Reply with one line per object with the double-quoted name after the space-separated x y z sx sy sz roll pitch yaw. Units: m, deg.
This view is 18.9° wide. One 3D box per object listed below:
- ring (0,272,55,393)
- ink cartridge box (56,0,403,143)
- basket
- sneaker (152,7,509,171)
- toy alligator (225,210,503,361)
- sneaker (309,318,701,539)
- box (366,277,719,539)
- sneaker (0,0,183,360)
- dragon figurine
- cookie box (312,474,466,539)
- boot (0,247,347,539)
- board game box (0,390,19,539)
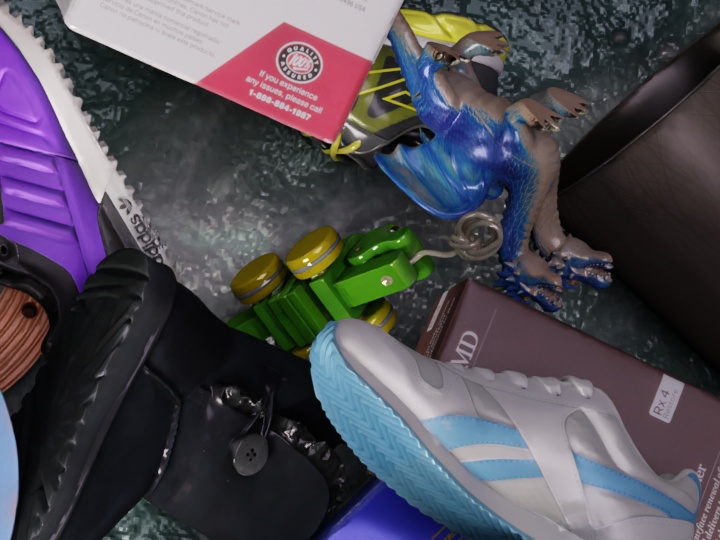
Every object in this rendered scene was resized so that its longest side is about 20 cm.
-0.242 -0.018 1.105 0.199 0.019 0.202 2 82 -12 "ring"
-0.040 -0.184 1.029 0.147 0.086 0.201 24 99 -18 "ink cartridge box"
0.218 -0.016 1.157 0.180 0.136 0.200 -43 98 -25 "basket"
-0.016 -0.098 1.139 0.198 0.074 0.085 4 82 -13 "sneaker"
0.000 0.000 1.098 0.059 0.199 0.054 53 37 -18 "toy alligator"
0.065 0.078 0.992 0.199 0.076 0.081 36 70 -10 "sneaker"
0.115 0.092 1.068 0.199 0.075 0.101 24 78 -5 "box"
-0.175 -0.043 1.078 0.099 0.070 0.201 -32 90 -13 "sneaker"
0.049 -0.064 1.084 0.199 0.100 0.059 37 32 15 "dragon figurine"
0.098 0.158 1.130 0.171 0.075 0.200 -41 92 -14 "cookie box"
-0.094 0.111 1.047 0.168 0.076 0.201 37 74 -35 "boot"
-0.248 0.110 1.005 0.198 0.039 0.159 -2 74 10 "board game box"
